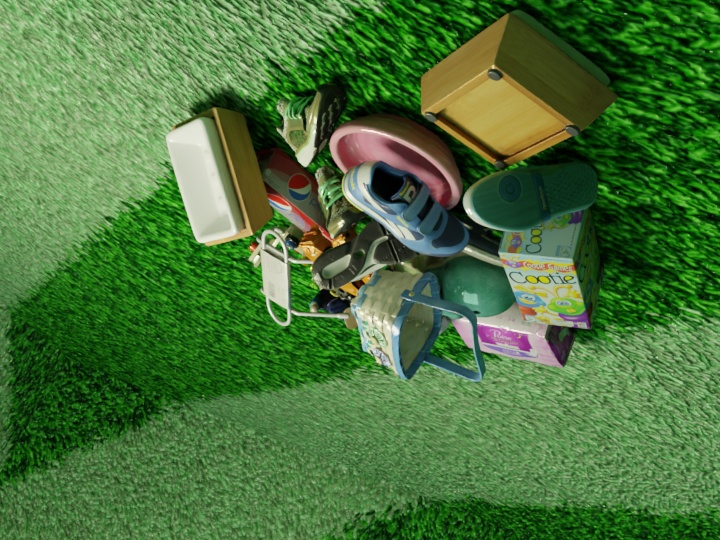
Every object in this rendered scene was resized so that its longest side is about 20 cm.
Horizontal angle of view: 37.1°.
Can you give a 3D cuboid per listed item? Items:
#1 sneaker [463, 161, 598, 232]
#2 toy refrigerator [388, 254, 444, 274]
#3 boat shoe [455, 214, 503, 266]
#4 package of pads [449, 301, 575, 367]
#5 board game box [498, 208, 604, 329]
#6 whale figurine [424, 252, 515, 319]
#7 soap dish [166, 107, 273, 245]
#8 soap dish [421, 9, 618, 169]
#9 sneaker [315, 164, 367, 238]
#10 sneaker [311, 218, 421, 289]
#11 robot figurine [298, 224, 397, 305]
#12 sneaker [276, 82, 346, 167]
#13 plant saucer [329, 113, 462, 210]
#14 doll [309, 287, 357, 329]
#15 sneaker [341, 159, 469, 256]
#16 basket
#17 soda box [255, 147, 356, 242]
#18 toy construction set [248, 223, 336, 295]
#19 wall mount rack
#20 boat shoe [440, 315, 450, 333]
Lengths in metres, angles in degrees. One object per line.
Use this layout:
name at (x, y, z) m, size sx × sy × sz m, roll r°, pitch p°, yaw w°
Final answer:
sneaker at (0.189, -0.091, 1.366) m, size 0.200 × 0.080 × 0.131 m, roll -9°, pitch -175°, yaw -30°
toy refrigerator at (0.090, -0.019, 1.771) m, size 0.076 × 0.070 × 0.200 m, roll 20°, pitch 158°, yaw 17°
boat shoe at (0.161, -0.056, 1.603) m, size 0.200 × 0.062 × 0.075 m, roll 22°, pitch 173°, yaw 27°
package of pads at (0.256, 0.095, 1.835) m, size 0.200 × 0.076 × 0.121 m, roll 11°, pitch 154°, yaw 35°
board game box at (0.272, -0.013, 1.506) m, size 0.103 × 0.105 × 0.200 m, roll 6°, pitch 153°, yaw 24°
whale figurine at (0.172, 0.039, 1.713) m, size 0.159 × 0.104 × 0.200 m, roll 20°, pitch 147°, yaw -17°
soap dish at (-0.220, -0.147, 1.686) m, size 0.157 × 0.081 × 0.200 m, roll -9°, pitch 98°, yaw 56°
soap dish at (0.172, -0.199, 1.234) m, size 0.157 × 0.081 × 0.200 m, roll 33°, pitch 157°, yaw -16°
sneaker at (-0.040, -0.111, 1.607) m, size 0.089 × 0.077 × 0.200 m, roll 50°, pitch -175°, yaw -16°
sneaker at (0.025, -0.036, 1.609) m, size 0.115 × 0.200 × 0.076 m, roll -31°, pitch -83°, yaw -83°
robot figurine at (0.000, 0.000, 1.746) m, size 0.145 × 0.058 × 0.200 m, roll -9°, pitch 138°, yaw 41°
sneaker at (-0.083, -0.216, 1.520) m, size 0.089 × 0.077 × 0.200 m, roll 35°, pitch 157°, yaw 1°
plant saucer at (0.056, -0.156, 1.516) m, size 0.200 × 0.051 × 0.201 m, roll 24°, pitch 159°, yaw 10°
doll at (-0.028, 0.056, 2.041) m, size 0.200 × 0.136 × 0.048 m, roll -147°, pitch 43°, yaw -63°
sneaker at (0.070, -0.086, 1.494) m, size 0.200 × 0.074 × 0.082 m, roll 30°, pitch 157°, yaw -11°
basket at (0.095, 0.092, 1.657) m, size 0.200 × 0.139 × 0.176 m, roll 13°, pitch 143°, yaw 25°
soda box at (-0.097, -0.118, 1.769) m, size 0.200 × 0.063 × 0.070 m, roll 39°, pitch 158°, yaw -30°
toy construction set at (-0.102, -0.027, 1.967) m, size 0.200 × 0.092 × 0.131 m, roll 20°, pitch 161°, yaw -13°
wall mount rack at (-0.104, 0.013, 1.856) m, size 0.174 × 0.075 × 0.200 m, roll 29°, pitch 136°, yaw 33°
boat shoe at (0.098, 0.061, 1.902) m, size 0.086 × 0.075 × 0.202 m, roll 55°, pitch -179°, yaw -15°
